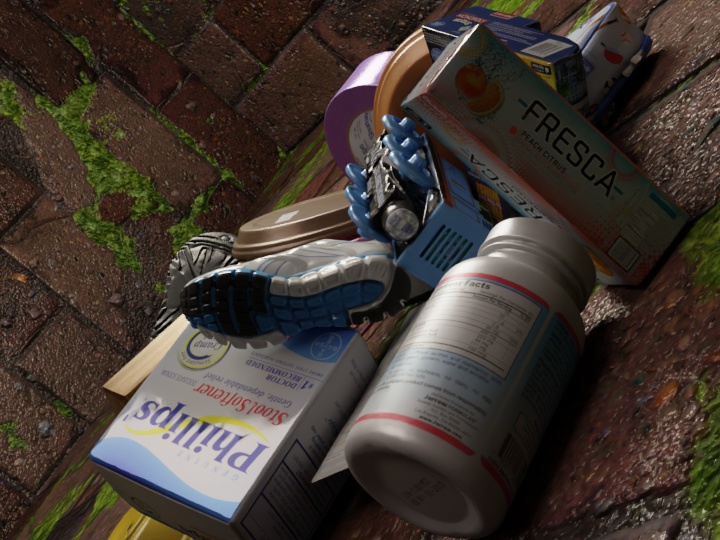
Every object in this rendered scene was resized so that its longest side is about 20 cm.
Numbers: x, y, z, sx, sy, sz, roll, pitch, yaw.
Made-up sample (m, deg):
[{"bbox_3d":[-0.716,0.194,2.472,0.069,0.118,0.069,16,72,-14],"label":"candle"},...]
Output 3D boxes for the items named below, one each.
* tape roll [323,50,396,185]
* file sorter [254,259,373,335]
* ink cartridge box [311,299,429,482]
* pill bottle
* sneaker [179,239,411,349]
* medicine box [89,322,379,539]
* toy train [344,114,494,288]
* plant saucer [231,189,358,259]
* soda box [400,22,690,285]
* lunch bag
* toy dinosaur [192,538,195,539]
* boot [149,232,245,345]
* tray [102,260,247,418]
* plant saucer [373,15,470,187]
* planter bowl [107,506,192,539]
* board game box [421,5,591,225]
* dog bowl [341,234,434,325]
[{"bbox_3d":[0.059,-0.153,1.259,0.200,0.200,0.066,-33,20,55],"label":"tape roll"},{"bbox_3d":[-0.057,0.019,1.304,0.126,0.139,0.200,-48,11,-3],"label":"file sorter"},{"bbox_3d":[0.058,0.088,0.876,0.162,0.057,0.201,-35,22,51],"label":"ink cartridge box"},{"bbox_3d":[0.080,0.064,0.709,0.200,0.109,0.109,-56,13,-31],"label":"pill bottle"},{"bbox_3d":[-0.057,0.012,0.951,0.198,0.075,0.087,-6,28,0],"label":"sneaker"},{"bbox_3d":[-0.102,0.139,0.965,0.181,0.103,0.200,13,55,36],"label":"medicine box"},{"bbox_3d":[0.050,-0.063,0.955,0.087,0.114,0.200,-51,16,18],"label":"toy train"},{"bbox_3d":[-0.043,-0.055,1.141,0.199,0.030,0.200,-16,11,3],"label":"plant saucer"},{"bbox_3d":[0.126,-0.075,0.747,0.064,0.200,0.068,-50,10,-8],"label":"soda box"},{"bbox_3d":[0.209,-0.185,1.119,0.161,0.076,0.200,-51,10,-21],"label":"lunch bag"},{"bbox_3d":[-0.086,0.190,1.057,0.199,0.103,0.136,-27,28,2],"label":"toy dinosaur"},{"bbox_3d":[-0.178,0.079,1.194,0.169,0.076,0.201,96,-173,-46],"label":"boot"},{"bbox_3d":[-0.154,0.090,1.064,0.037,0.099,0.200,15,45,34],"label":"tray"},{"bbox_3d":[0.104,-0.139,1.032,0.200,0.200,0.037,-43,3,28],"label":"plant saucer"},{"bbox_3d":[-0.220,0.297,1.169,0.201,0.083,0.201,-48,11,12],"label":"planter bowl"},{"bbox_3d":[0.142,-0.107,0.925,0.061,0.201,0.200,-24,29,-17],"label":"board game box"},{"bbox_3d":[0.000,0.000,1.078,0.199,0.074,0.200,-18,5,2],"label":"dog bowl"}]
